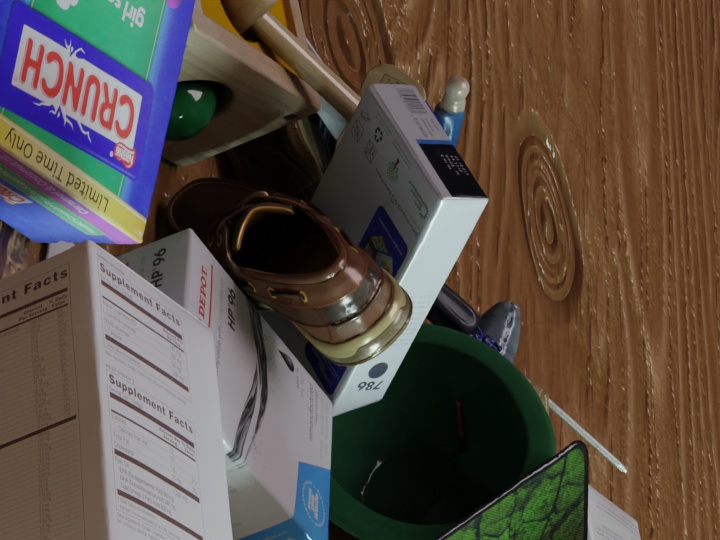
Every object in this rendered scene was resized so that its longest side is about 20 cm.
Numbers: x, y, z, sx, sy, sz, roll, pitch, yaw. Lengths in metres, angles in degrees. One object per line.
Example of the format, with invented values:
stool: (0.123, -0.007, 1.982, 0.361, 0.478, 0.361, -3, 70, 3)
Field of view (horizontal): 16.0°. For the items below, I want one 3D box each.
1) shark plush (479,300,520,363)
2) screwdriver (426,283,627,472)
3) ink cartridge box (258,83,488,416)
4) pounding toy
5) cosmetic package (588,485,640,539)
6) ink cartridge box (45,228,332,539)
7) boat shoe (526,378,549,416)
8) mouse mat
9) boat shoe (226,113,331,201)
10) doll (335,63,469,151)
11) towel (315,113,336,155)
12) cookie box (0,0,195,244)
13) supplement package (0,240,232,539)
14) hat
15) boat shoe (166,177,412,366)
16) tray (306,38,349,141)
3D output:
shark plush: (0.056, 0.107, 1.694, 0.091, 0.083, 0.200, 44, 43, -13)
screwdriver: (0.103, 0.065, 1.680, 0.200, 0.029, 0.028, 40, 62, -1)
ink cartridge box: (0.000, 0.000, 1.475, 0.039, 0.201, 0.100, 0, 44, -36)
pounding toy: (-0.086, -0.151, 1.487, 0.184, 0.141, 0.201, 28, 46, -60)
cosmetic package: (0.160, 0.263, 1.804, 0.108, 0.084, 0.201, 39, 36, -52)
ink cartridge box: (-0.092, 0.064, 1.379, 0.200, 0.067, 0.117, 52, 26, -38)
boat shoe: (0.113, 0.171, 1.668, 0.072, 0.076, 0.202, -29, 126, -66)
mouse mat: (0.072, 0.206, 1.519, 0.199, 0.008, 0.162, -30, 131, -36)
boat shoe: (-0.041, -0.050, 1.605, 0.065, 0.073, 0.201, 24, 48, -55)
doll: (0.035, -0.067, 1.650, 0.200, 0.048, 0.137, 59, 52, -69)
towel: (-0.005, -0.017, 1.702, 0.112, 0.048, 0.201, 57, 23, -32)
cookie box: (-0.160, -0.136, 1.292, 0.171, 0.075, 0.201, 38, 60, -55)
supplement package: (-0.131, 0.109, 1.171, 0.109, 0.113, 0.201, 40, 36, -50)
hat: (0.038, 0.162, 1.617, 0.177, 0.165, 0.201, 94, -26, -50)
boat shoe: (-0.049, -0.016, 1.432, 0.200, 0.072, 0.068, 30, -19, 49)
tray: (-0.054, -0.160, 1.661, 0.201, 0.022, 0.107, 56, 0, 14)
